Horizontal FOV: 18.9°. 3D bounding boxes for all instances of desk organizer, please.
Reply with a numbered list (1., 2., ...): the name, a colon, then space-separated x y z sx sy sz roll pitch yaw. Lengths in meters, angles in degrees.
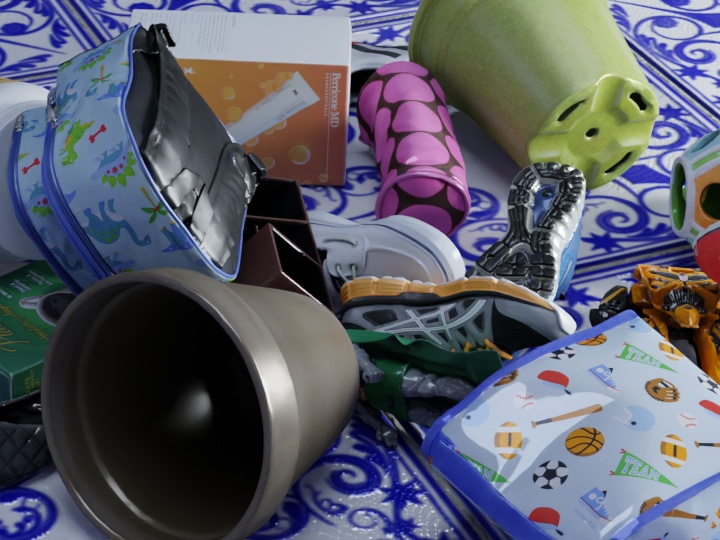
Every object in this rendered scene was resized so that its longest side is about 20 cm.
1. desk organizer: -0.084 -0.014 1.722 0.077 0.072 0.200 -40 34 16

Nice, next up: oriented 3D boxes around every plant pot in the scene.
1. plant pot: 0.171 -0.174 1.952 0.199 0.201 0.185 -12 47 -22
2. plant pot: -0.093 0.087 1.517 0.199 0.201 0.173 24 21 30

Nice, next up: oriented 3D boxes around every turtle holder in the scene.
1. turtle holder: 0.328 -0.071 1.821 0.131 0.142 0.186 0 33 -3

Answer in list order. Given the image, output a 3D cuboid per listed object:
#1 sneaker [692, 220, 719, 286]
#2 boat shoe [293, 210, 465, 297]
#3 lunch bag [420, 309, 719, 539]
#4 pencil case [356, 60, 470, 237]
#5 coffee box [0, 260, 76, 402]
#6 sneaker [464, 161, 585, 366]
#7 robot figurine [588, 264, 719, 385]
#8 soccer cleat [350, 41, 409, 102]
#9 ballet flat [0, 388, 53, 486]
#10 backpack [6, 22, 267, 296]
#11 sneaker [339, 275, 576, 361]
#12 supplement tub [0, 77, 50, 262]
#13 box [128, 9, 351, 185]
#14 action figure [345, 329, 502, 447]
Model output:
1. sneaker: 0.345 0.030 1.673 0.199 0.077 0.085 31 41 -5
2. boat shoe: 0.000 0.000 1.739 0.067 0.074 0.200 -40 26 -28
3. lunch bag: 0.162 0.139 1.483 0.199 0.124 0.170 -18 46 -40
4. pencil case: 0.042 -0.098 1.895 0.091 0.094 0.200 41 21 -25
5. coffee box: -0.231 0.038 1.694 0.123 0.044 0.200 28 40 34
6. sneaker: 0.137 0.010 1.737 0.078 0.089 0.200 12 53 25
7. robot figurine: 0.255 0.058 1.685 0.144 0.058 0.200 5 32 -2
8. soccer cleat: 0.057 -0.187 2.060 0.199 0.069 0.085 -3 41 -4
9. ballet flat: -0.212 0.097 1.588 0.066 0.057 0.200 27 39 32
10. backpack: -0.170 -0.058 1.604 0.147 0.183 0.200 -29 28 13
11. sneaker: 0.071 0.050 1.640 0.199 0.078 0.078 -2 67 33
12. supplement tub: -0.307 -0.086 1.755 0.144 0.145 0.200 -23 25 -35
13. box: -0.109 -0.155 1.935 0.199 0.125 0.098 2 32 -1
14. action figure: 0.023 0.087 1.602 0.199 0.119 0.055 14 45 33
